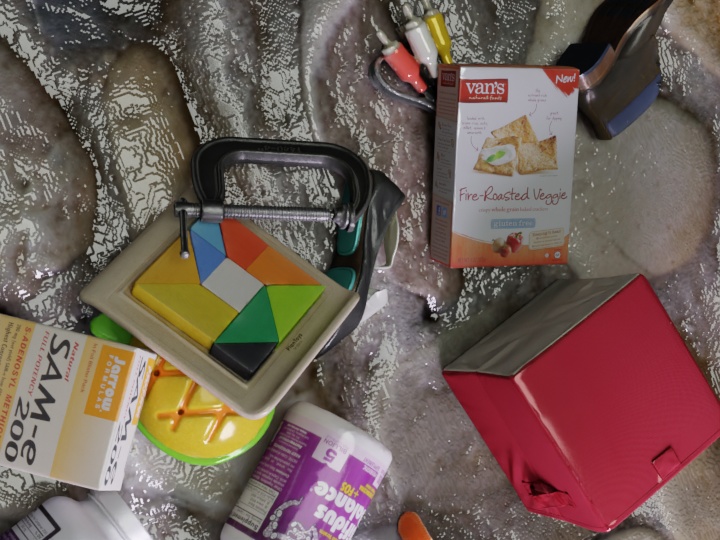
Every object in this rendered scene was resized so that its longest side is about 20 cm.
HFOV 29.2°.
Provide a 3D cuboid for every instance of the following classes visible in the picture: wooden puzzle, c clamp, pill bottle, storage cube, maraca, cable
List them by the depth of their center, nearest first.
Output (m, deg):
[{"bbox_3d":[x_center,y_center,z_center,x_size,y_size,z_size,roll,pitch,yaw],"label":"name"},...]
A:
[{"bbox_3d":[-0.281,0.277,1.209,0.200,0.112,0.113,-38,101,-17],"label":"pill bottle"},{"bbox_3d":[-0.121,0.019,1.241,0.200,0.037,0.185,33,47,7],"label":"wooden puzzle"},{"bbox_3d":[-0.161,0.083,1.266,0.137,0.107,0.200,-32,84,-17],"label":"maraca"},{"bbox_3d":[-0.080,-0.067,1.287,0.199,0.171,0.027,-2,133,-16],"label":"c clamp"},{"bbox_3d":[-0.061,0.233,1.291,0.112,0.112,0.200,32,78,-16],"label":"pill bottle"},{"bbox_3d":[0.219,0.126,1.366,0.200,0.171,0.180,-35,100,-17],"label":"storage cube"},{"bbox_3d":[0.084,-0.173,1.389,0.097,0.050,0.200,-41,102,-19],"label":"cable"}]

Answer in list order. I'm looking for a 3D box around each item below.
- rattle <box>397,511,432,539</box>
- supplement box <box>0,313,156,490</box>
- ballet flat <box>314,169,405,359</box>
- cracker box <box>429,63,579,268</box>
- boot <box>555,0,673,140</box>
[{"bbox_3d":[0.109,0.337,1.341,0.130,0.143,0.200,-26,104,0],"label":"rattle"},{"bbox_3d":[-0.291,0.106,1.190,0.200,0.074,0.126,12,83,7],"label":"supplement box"},{"bbox_3d":[0.000,0.000,1.348,0.068,0.068,0.200,24,80,-30],"label":"ballet flat"},{"bbox_3d":[0.144,-0.106,1.384,0.134,0.058,0.201,-3,101,-21],"label":"cracker box"},{"bbox_3d":[0.286,-0.231,1.469,0.200,0.075,0.097,-46,125,-20],"label":"boot"}]
